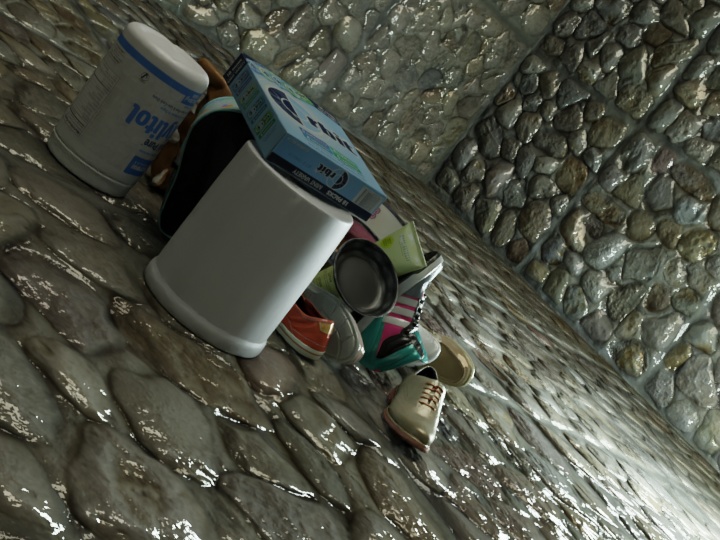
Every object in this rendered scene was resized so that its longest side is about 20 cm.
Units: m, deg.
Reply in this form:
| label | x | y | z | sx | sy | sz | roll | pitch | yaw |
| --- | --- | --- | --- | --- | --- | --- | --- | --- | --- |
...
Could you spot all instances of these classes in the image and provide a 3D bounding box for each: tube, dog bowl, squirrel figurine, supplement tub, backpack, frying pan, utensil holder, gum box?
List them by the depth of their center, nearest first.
| label | x | y | z | sx | sy | sz | roll | pitch | yaw |
| --- | --- | --- | --- | --- | --- | --- | --- | --- | --- |
| utensil holder | -0.128 | -0.028 | 1.270 | 0.170 | 0.200 | 0.170 | 37 | 10 | -8 |
| gum box | -0.070 | -0.164 | 1.317 | 0.170 | 0.045 | 0.200 | 30 | 20 | -38 |
| supplement tub | -0.307 | -0.214 | 1.430 | 0.132 | 0.200 | 0.132 | 36 | 11 | -9 |
| backpack | -0.162 | -0.131 | 1.448 | 0.175 | 0.201 | 0.154 | 18 | 27 | -2 |
| frying pan | -0.024 | 0.004 | 1.473 | 0.189 | 0.031 | 0.116 | 15 | 63 | -36 |
| tube | 0.000 | 0.000 | 1.571 | 0.058 | 0.199 | 0.052 | 62 | 19 | -11 |
| squirrel figurine | -0.218 | -0.169 | 1.584 | 0.200 | 0.187 | 0.141 | 48 | 5 | 21 |
| dog bowl | 0.025 | -0.029 | 1.789 | 0.200 | 0.074 | 0.200 | 46 | -20 | 22 |

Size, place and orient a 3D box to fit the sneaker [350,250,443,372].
| label | x | y | z | sx | sy | sz | roll | pitch | yaw |
| --- | --- | --- | --- | --- | --- | --- | --- | --- | --- |
| sneaker | 0.069 | 0.075 | 1.567 | 0.121 | 0.200 | 0.084 | 51 | -9 | -14 |

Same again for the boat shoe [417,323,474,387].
| label | x | y | z | sx | sy | sz | roll | pitch | yaw |
| --- | --- | --- | --- | --- | --- | --- | --- | --- | --- |
| boat shoe | 0.096 | 0.122 | 1.748 | 0.200 | 0.072 | 0.065 | 38 | 15 | 28 |

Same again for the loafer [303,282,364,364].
| label | x | y | z | sx | sy | sz | roll | pitch | yaw |
| --- | --- | --- | --- | --- | --- | --- | --- | --- | --- |
| loafer | -0.053 | 0.062 | 1.505 | 0.200 | 0.072 | 0.063 | 43 | 7 | 35 |

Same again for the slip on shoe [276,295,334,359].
| label | x | y | z | sx | sy | sz | roll | pitch | yaw |
| --- | --- | --- | --- | --- | --- | --- | --- | --- | --- |
| slip on shoe | -0.105 | 0.036 | 1.448 | 0.200 | 0.061 | 0.074 | 43 | 14 | 31 |

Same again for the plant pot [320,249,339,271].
| label | x | y | z | sx | sy | sz | roll | pitch | yaw |
| --- | --- | --- | --- | --- | --- | --- | --- | --- | --- |
| plant pot | -0.027 | 0.002 | 1.704 | 0.199 | 0.028 | 0.200 | 25 | -12 | 6 |

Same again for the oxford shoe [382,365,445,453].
| label | x | y | z | sx | sy | sz | roll | pitch | yaw |
| --- | --- | --- | --- | --- | --- | --- | --- | --- | --- |
| oxford shoe | 0.077 | 0.178 | 1.438 | 0.071 | 0.074 | 0.200 | 36 | 11 | -11 |

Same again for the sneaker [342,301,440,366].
| label | x | y | z | sx | sy | sz | roll | pitch | yaw |
| --- | --- | --- | --- | --- | --- | --- | --- | --- | --- |
| sneaker | 0.041 | 0.080 | 1.643 | 0.199 | 0.087 | 0.075 | 31 | 55 | -13 |

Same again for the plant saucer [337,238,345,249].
| label | x | y | z | sx | sy | sz | roll | pitch | yaw |
| --- | --- | --- | --- | --- | --- | --- | --- | --- | --- |
| plant saucer | -0.094 | -0.081 | 1.823 | 0.200 | 0.032 | 0.201 | 46 | -20 | 22 |
